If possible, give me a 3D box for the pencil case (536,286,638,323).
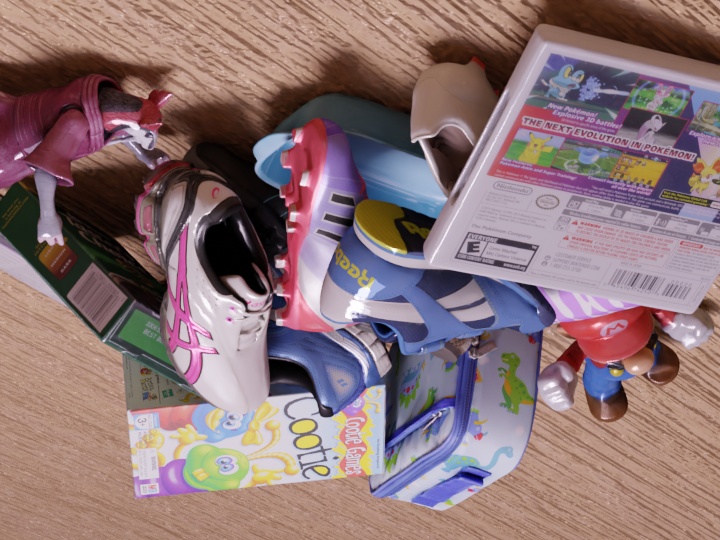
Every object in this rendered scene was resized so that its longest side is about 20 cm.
[{"bbox_3d":[0.161,-0.011,1.519,0.085,0.085,0.199,22,155,-32],"label":"pencil case"}]

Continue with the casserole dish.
[{"bbox_3d":[0.022,-0.071,1.492,0.199,0.039,0.121,20,156,-22],"label":"casserole dish"}]

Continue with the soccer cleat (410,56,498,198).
[{"bbox_3d":[0.094,-0.051,1.402,0.069,0.078,0.200,-12,133,40],"label":"soccer cleat"}]

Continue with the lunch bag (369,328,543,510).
[{"bbox_3d":[0.074,0.102,1.722,0.082,0.162,0.200,15,158,-16],"label":"lunch bag"}]

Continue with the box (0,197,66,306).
[{"bbox_3d":[-0.268,-0.019,1.727,0.041,0.039,0.200,-10,151,36],"label":"box"}]

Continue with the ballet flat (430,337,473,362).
[{"bbox_3d":[0.000,0.000,1.625,0.199,0.047,0.067,31,167,3],"label":"ballet flat"}]

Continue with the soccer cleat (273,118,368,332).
[{"bbox_3d":[-0.016,-0.030,1.450,0.076,0.067,0.201,-2,141,-10],"label":"soccer cleat"}]

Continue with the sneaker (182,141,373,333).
[{"bbox_3d":[-0.040,-0.036,1.564,0.200,0.080,0.075,37,156,-13],"label":"sneaker"}]

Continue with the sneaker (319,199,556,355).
[{"bbox_3d":[0.050,0.014,1.452,0.199,0.082,0.074,18,-158,-42],"label":"sneaker"}]

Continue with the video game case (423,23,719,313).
[{"bbox_3d":[0.162,-0.059,1.351,0.199,0.023,0.183,11,129,-22],"label":"video game case"}]

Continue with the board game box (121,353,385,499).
[{"bbox_3d":[-0.085,0.100,1.707,0.198,0.105,0.103,-5,132,-6],"label":"board game box"}]

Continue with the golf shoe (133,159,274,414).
[{"bbox_3d":[-0.097,0.023,1.511,0.092,0.072,0.201,24,139,47],"label":"golf shoe"}]

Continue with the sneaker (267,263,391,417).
[{"bbox_3d":[-0.076,0.036,1.623,0.200,0.089,0.079,37,166,20],"label":"sneaker"}]

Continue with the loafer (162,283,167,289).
[{"bbox_3d":[-0.094,0.077,1.842,0.199,0.073,0.073,19,156,-23],"label":"loafer"}]

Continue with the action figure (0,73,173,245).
[{"bbox_3d":[-0.216,-0.102,1.480,0.199,0.134,0.150,-16,106,23],"label":"action figure"}]

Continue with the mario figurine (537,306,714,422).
[{"bbox_3d":[0.203,0.067,1.652,0.105,0.124,0.200,15,164,19],"label":"mario figurine"}]

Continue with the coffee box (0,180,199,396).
[{"bbox_3d":[-0.189,0.012,1.628,0.123,0.044,0.200,34,-176,-44],"label":"coffee box"}]
